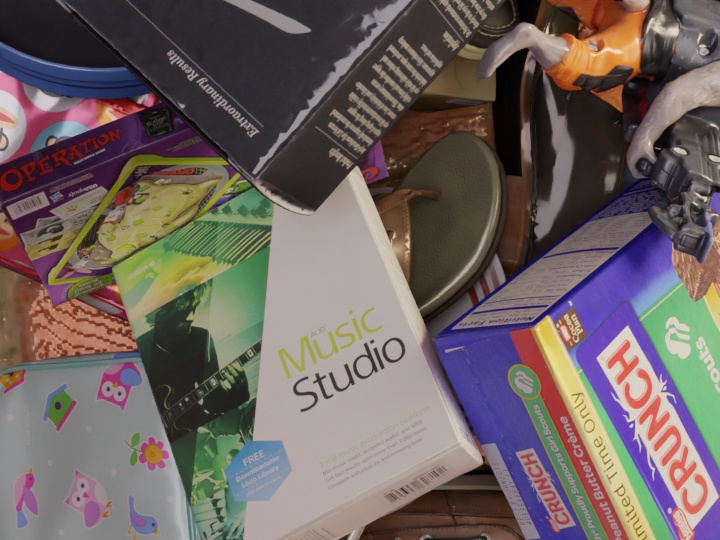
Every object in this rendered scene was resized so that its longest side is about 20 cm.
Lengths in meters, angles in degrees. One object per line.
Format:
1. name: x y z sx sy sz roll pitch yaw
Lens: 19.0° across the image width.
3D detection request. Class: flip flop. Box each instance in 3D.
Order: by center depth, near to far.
1. flip flop: 0.000 0.000 1.172 0.200 0.058 0.081 -41 51 -3

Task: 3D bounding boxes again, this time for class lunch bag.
1. lunch bag: -0.129 0.145 1.211 0.160 0.077 0.200 -7 87 29
2. lunch bag: -0.143 -0.070 1.247 0.200 0.082 0.176 23 87 7

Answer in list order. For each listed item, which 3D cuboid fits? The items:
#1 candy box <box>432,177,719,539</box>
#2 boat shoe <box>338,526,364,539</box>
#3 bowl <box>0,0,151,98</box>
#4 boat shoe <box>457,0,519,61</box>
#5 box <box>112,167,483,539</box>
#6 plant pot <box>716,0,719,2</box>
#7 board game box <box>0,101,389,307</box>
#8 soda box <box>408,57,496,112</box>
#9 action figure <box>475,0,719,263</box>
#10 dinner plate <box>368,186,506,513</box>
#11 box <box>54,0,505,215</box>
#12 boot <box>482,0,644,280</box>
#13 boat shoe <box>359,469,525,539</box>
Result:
1. candy box: 0.152 0.060 1.120 0.077 0.200 0.169 -11 109 48
2. boat shoe: -0.049 0.158 1.117 0.071 0.070 0.200 41 84 -5
3. bowl: -0.149 -0.183 1.225 0.201 0.039 0.201 4 58 -6
4. boat shoe: 0.031 -0.209 1.160 0.065 0.073 0.200 -35 83 46
5. box: -0.037 0.047 1.111 0.144 0.036 0.200 -29 55 9
6. plant pot: 0.195 -0.248 1.159 0.195 0.201 0.201 42 93 -1
7. board game box: -0.087 -0.052 1.142 0.200 0.120 0.032 -21 58 -5
8. soda box: -0.021 -0.131 1.179 0.200 0.064 0.068 4 86 -35
9. action figure: 0.156 -0.102 1.100 0.193 0.200 0.105 19 123 -17
10. dinner plate: 0.001 0.049 1.211 0.200 0.024 0.200 -15 61 30
11. box: -0.023 -0.150 1.030 0.148 0.104 0.200 44 95 15
12. boot: 0.126 -0.085 1.224 0.097 0.075 0.200 11 88 -11
13. boat shoe: 0.075 0.145 1.212 0.200 0.072 0.068 3 86 20
